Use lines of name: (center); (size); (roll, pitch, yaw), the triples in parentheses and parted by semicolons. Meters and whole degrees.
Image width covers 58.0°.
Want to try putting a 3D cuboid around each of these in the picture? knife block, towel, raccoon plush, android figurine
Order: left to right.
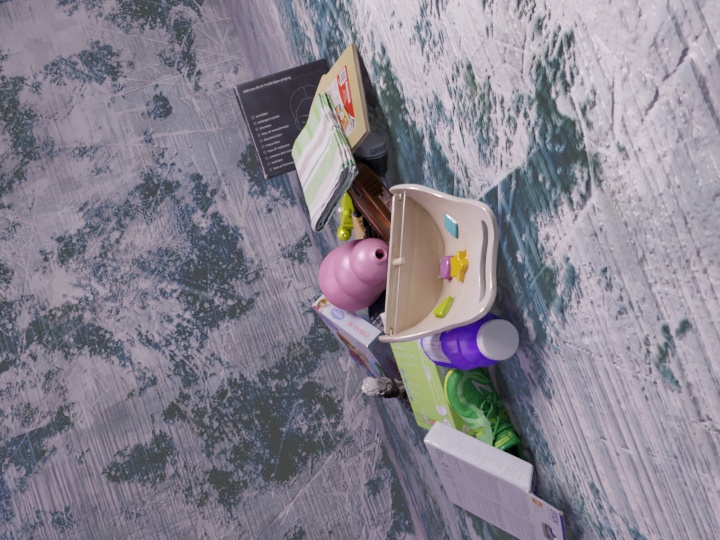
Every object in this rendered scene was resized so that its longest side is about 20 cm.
towel: (-0.070, -0.183, 1.089); (0.149, 0.031, 0.201); (-55, 41, 38)
android figurine: (-0.027, -0.154, 1.378); (0.200, 0.041, 0.183); (-100, 12, -76)
knife block: (0.021, -0.092, 1.300); (0.200, 0.064, 0.176); (-152, 44, -79)
raccoon plush: (0.094, 0.247, 1.181); (0.097, 0.199, 0.135); (-89, 6, -63)

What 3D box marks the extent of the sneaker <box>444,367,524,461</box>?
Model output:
sneaker: (0.185, 0.214, 0.907); (0.201, 0.074, 0.084); (61, 166, -13)

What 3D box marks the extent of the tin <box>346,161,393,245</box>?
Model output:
tin: (0.039, -0.095, 1.088); (0.200, 0.042, 0.112); (52, 166, 5)

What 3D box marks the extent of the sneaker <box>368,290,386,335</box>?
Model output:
sneaker: (0.086, 0.112, 1.196); (0.200, 0.074, 0.082); (47, -174, 40)

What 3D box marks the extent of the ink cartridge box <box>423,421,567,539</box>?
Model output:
ink cartridge box: (0.195, 0.303, 0.879); (0.199, 0.041, 0.200); (21, 149, 35)

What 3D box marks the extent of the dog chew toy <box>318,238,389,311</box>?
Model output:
dog chew toy: (0.000, 0.000, 1.164); (0.125, 0.124, 0.200); (69, 157, 9)

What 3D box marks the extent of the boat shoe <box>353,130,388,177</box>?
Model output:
boat shoe: (-0.001, -0.215, 1.155); (0.200, 0.071, 0.068); (45, 152, 56)

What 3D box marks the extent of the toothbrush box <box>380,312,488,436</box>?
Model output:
toothbrush box: (0.122, 0.147, 1.014); (0.201, 0.086, 0.146); (70, 160, -4)

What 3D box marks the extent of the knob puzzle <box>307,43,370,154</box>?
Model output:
knob puzzle: (-0.041, -0.250, 1.109); (0.219, 0.030, 0.221); (-14, 74, 57)

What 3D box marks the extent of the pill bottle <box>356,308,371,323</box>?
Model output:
pill bottle: (0.049, 0.098, 1.393); (0.109, 0.108, 0.201); (-126, 19, -64)

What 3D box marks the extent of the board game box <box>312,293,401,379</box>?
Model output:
board game box: (0.013, 0.154, 1.285); (0.200, 0.041, 0.200); (30, 159, 50)

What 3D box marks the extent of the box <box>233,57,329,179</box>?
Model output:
box: (-0.144, -0.319, 1.382); (0.124, 0.199, 0.198); (-138, 30, -75)

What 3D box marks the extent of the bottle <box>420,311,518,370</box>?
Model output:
bottle: (0.140, 0.088, 0.837); (0.065, 0.083, 0.200); (51, 169, -3)

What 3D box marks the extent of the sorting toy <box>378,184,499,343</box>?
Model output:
sorting toy: (0.106, -0.007, 0.779); (0.180, 0.106, 0.201); (175, 99, -69)
